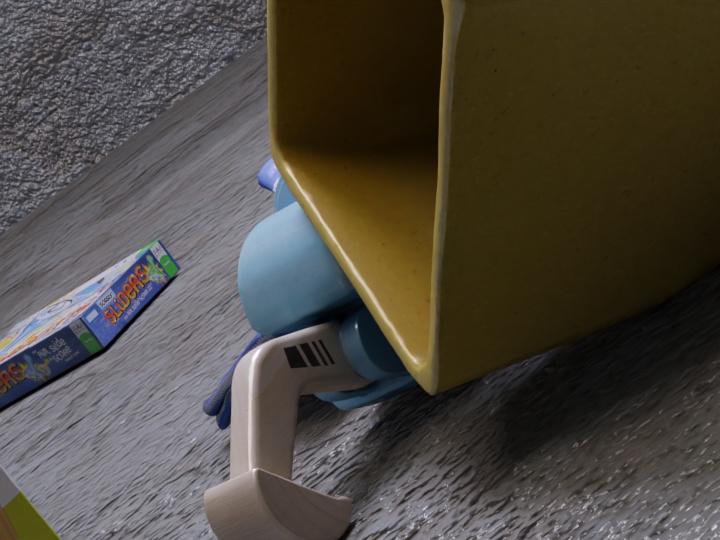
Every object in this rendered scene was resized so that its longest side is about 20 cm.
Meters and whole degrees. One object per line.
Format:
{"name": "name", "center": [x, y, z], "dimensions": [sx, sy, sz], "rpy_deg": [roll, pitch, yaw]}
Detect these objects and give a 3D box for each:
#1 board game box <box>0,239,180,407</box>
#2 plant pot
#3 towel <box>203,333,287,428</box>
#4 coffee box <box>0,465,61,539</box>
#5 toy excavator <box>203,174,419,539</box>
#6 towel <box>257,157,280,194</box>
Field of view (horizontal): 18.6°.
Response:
{"name": "board game box", "center": [-0.257, 0.056, 1.870], "dimensions": [0.200, 0.034, 0.135], "rpy_deg": [-29, 13, 36]}
{"name": "plant pot", "center": [0.086, -0.098, 0.927], "dimensions": [0.200, 0.196, 0.194], "rpy_deg": [-13, 39, -18]}
{"name": "towel", "center": [0.000, 0.000, 1.218], "dimensions": [0.200, 0.024, 0.145], "rpy_deg": [-44, -4, -28]}
{"name": "coffee box", "center": [-0.258, 0.163, 1.003], "dimensions": [0.200, 0.198, 0.200], "rpy_deg": [-42, 12, -23]}
{"name": "toy excavator", "center": [-0.015, 0.029, 1.018], "dimensions": [0.100, 0.195, 0.200], "rpy_deg": [-27, -13, 40]}
{"name": "towel", "center": [0.029, -0.088, 1.440], "dimensions": [0.145, 0.024, 0.200], "rpy_deg": [-44, 32, -18]}
